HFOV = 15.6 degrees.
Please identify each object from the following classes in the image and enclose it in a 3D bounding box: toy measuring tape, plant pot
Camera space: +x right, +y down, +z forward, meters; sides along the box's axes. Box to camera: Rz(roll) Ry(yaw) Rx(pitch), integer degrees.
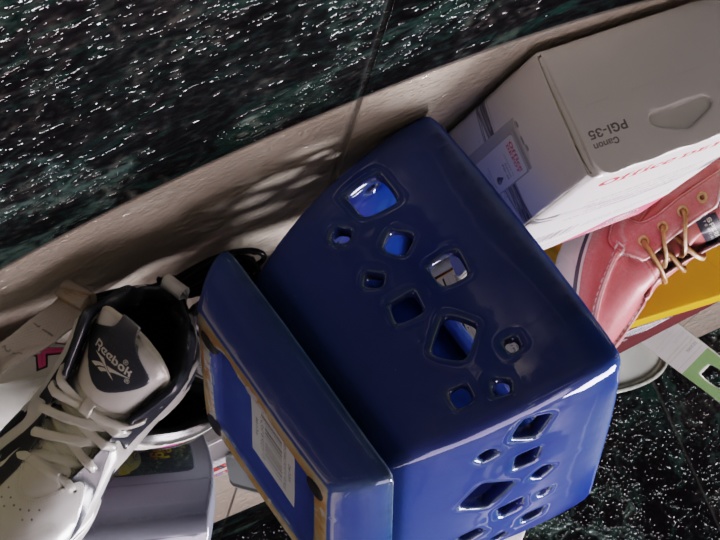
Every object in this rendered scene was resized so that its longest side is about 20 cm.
[{"bbox_3d":[-0.221,0.041,1.452,0.200,0.074,0.074,-38,-178,-38],"label":"toy measuring tape"},{"bbox_3d":[0.017,0.063,1.536,0.179,0.200,0.200,-29,155,-16],"label":"plant pot"}]

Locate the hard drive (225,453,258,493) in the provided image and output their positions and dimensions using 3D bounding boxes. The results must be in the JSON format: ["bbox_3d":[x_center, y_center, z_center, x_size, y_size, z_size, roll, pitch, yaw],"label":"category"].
[{"bbox_3d":[0.017,0.131,1.923,0.199,0.026,0.132,-11,-175,-22],"label":"hard drive"}]

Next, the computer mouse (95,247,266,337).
[{"bbox_3d":[-0.092,0.043,1.663,0.140,0.046,0.200,-16,162,16],"label":"computer mouse"}]

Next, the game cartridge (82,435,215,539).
[{"bbox_3d":[-0.165,0.125,1.700,0.133,0.041,0.200,-1,-155,-17],"label":"game cartridge"}]

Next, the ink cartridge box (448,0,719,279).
[{"bbox_3d":[0.140,-0.079,1.575,0.146,0.083,0.200,-19,171,-25],"label":"ink cartridge box"}]

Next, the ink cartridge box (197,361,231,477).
[{"bbox_3d":[-0.157,0.122,1.976,0.175,0.084,0.200,-25,171,3],"label":"ink cartridge box"}]

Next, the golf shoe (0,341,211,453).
[{"bbox_3d":[-0.173,0.077,1.604,0.200,0.073,0.092,0,175,-41],"label":"golf shoe"}]

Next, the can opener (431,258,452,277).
[{"bbox_3d":[0.000,0.000,1.740,0.200,0.064,0.079,-29,170,28],"label":"can opener"}]

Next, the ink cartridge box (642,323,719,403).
[{"bbox_3d":[0.232,0.026,2.078,0.048,0.200,0.146,-55,175,-9],"label":"ink cartridge box"}]

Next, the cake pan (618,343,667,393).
[{"bbox_3d":[0.159,0.051,2.204,0.200,0.037,0.200,3,-158,-1],"label":"cake pan"}]

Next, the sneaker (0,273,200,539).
[{"bbox_3d":[-0.156,0.079,1.491,0.199,0.079,0.130,-44,166,-29],"label":"sneaker"}]

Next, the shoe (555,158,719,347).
[{"bbox_3d":[0.193,-0.023,1.709,0.091,0.201,0.071,5,151,34],"label":"shoe"}]

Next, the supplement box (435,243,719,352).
[{"bbox_3d":[0.122,0.009,1.882,0.200,0.133,0.197,-31,169,38],"label":"supplement box"}]

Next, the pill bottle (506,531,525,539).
[{"bbox_3d":[0.019,0.132,1.792,0.109,0.200,0.109,-40,-157,21],"label":"pill bottle"}]
